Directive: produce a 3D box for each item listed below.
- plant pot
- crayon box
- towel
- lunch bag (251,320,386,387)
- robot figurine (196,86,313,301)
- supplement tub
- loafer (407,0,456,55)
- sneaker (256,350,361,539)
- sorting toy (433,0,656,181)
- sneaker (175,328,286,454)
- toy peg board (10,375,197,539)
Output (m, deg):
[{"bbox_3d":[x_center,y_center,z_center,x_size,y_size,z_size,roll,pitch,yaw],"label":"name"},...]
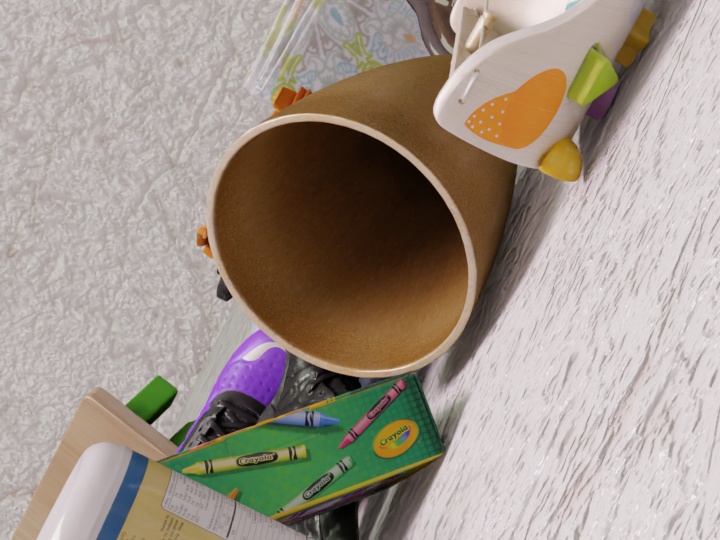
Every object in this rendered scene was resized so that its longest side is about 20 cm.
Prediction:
[{"bbox_3d":[0.028,-0.060,1.543,0.200,0.186,0.186,-48,-8,-50],"label":"plant pot"},{"bbox_3d":[-0.060,0.130,1.434,0.200,0.058,0.119,-19,-9,-18],"label":"crayon box"},{"bbox_3d":[0.023,-0.174,1.880,0.171,0.200,0.048,-63,19,-3],"label":"towel"},{"bbox_3d":[0.000,0.000,1.719,0.200,0.127,0.170,-87,22,-47],"label":"lunch bag"},{"bbox_3d":[-0.070,-0.058,1.693,0.145,0.058,0.200,-64,6,-20],"label":"robot figurine"},{"bbox_3d":[-0.087,0.196,1.265,0.145,0.200,0.145,-61,7,13],"label":"supplement tub"},{"bbox_3d":[0.083,-0.192,1.729,0.071,0.073,0.200,-45,45,17],"label":"loafer"},{"bbox_3d":[-0.018,0.087,1.569,0.104,0.060,0.200,4,75,55],"label":"sneaker"},{"bbox_3d":[0.138,-0.164,1.415,0.180,0.107,0.200,-53,9,21],"label":"sorting toy"},{"bbox_3d":[-0.094,0.132,1.618,0.200,0.069,0.100,-61,-4,5],"label":"sneaker"},{"bbox_3d":[-0.157,0.205,1.928,0.098,0.200,0.199,-42,-14,-51],"label":"toy peg board"}]
